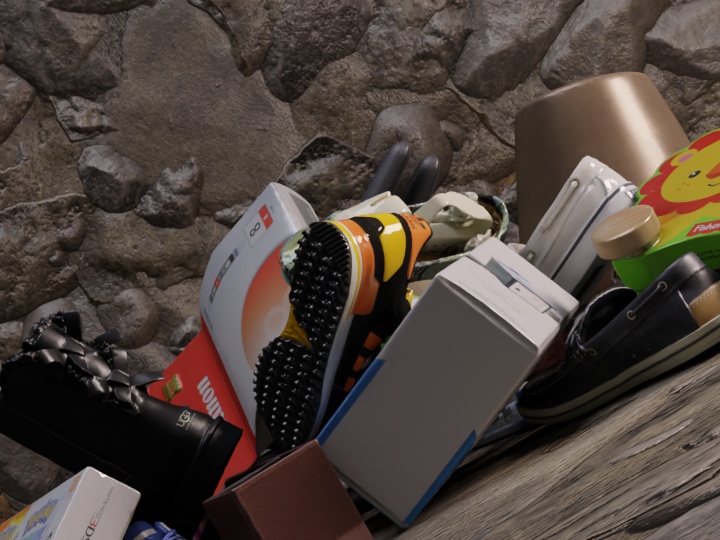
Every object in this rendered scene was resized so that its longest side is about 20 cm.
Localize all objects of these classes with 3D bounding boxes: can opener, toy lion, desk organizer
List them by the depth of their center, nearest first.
[{"bbox_3d":[-0.066,0.172,1.271,0.072,0.077,0.200,-29,-1,-24],"label":"desk organizer"},{"bbox_3d":[0.259,-0.053,1.301,0.200,0.069,0.192,-10,28,50],"label":"toy lion"},{"bbox_3d":[0.000,0.000,1.433,0.063,0.201,0.079,15,11,-34],"label":"can opener"}]

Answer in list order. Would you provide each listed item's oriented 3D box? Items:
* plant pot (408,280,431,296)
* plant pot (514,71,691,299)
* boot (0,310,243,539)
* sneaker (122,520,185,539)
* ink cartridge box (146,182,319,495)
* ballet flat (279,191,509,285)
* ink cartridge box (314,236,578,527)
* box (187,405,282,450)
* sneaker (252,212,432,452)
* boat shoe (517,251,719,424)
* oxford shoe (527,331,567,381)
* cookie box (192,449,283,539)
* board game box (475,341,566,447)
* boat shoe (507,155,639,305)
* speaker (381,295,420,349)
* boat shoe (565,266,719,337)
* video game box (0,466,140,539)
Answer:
[{"bbox_3d":[0.010,0.105,1.743,0.200,0.135,0.200,-30,-2,-1],"label":"plant pot"},{"bbox_3d":[0.201,-0.059,1.550,0.199,0.175,0.200,-14,-9,-2],"label":"plant pot"},{"bbox_3d":[-0.180,0.132,1.338,0.199,0.162,0.073,-63,-4,38],"label":"boot"},{"bbox_3d":[-0.123,0.198,1.217,0.075,0.088,0.200,-27,-1,-32],"label":"sneaker"},{"bbox_3d":[-0.090,0.055,1.414,0.200,0.050,0.162,-46,38,13],"label":"ink cartridge box"},{"bbox_3d":[0.029,-0.027,1.360,0.200,0.074,0.074,-9,-16,-46],"label":"ballet flat"},{"bbox_3d":[0.061,0.068,1.292,0.147,0.086,0.200,-54,-5,14],"label":"ink cartridge box"},{"bbox_3d":[-0.039,0.115,1.539,0.160,0.044,0.200,7,-1,-18],"label":"box"},{"bbox_3d":[-0.006,0.043,1.285,0.090,0.070,0.200,-14,-40,-31],"label":"sneaker"},{"bbox_3d":[0.166,0.045,1.264,0.075,0.062,0.200,-33,-2,-40],"label":"boat shoe"},{"bbox_3d":[0.196,0.035,1.675,0.199,0.071,0.074,-24,-17,-18],"label":"oxford shoe"},{"bbox_3d":[-0.127,0.213,1.492,0.200,0.075,0.171,-30,-2,1],"label":"cookie box"},{"bbox_3d":[0.160,0.075,1.494,0.200,0.026,0.200,-30,-2,-28],"label":"board game box"},{"bbox_3d":[0.128,0.006,1.431,0.200,0.066,0.072,-56,-21,24],"label":"boat shoe"},{"bbox_3d":[-0.007,0.053,1.529,0.199,0.089,0.088,8,16,23],"label":"speaker"},{"bbox_3d":[0.229,-0.005,1.384,0.199,0.057,0.067,-20,11,26],"label":"boat shoe"},{"bbox_3d":[-0.225,0.232,1.259,0.200,0.047,0.183,-34,26,58],"label":"video game box"}]
